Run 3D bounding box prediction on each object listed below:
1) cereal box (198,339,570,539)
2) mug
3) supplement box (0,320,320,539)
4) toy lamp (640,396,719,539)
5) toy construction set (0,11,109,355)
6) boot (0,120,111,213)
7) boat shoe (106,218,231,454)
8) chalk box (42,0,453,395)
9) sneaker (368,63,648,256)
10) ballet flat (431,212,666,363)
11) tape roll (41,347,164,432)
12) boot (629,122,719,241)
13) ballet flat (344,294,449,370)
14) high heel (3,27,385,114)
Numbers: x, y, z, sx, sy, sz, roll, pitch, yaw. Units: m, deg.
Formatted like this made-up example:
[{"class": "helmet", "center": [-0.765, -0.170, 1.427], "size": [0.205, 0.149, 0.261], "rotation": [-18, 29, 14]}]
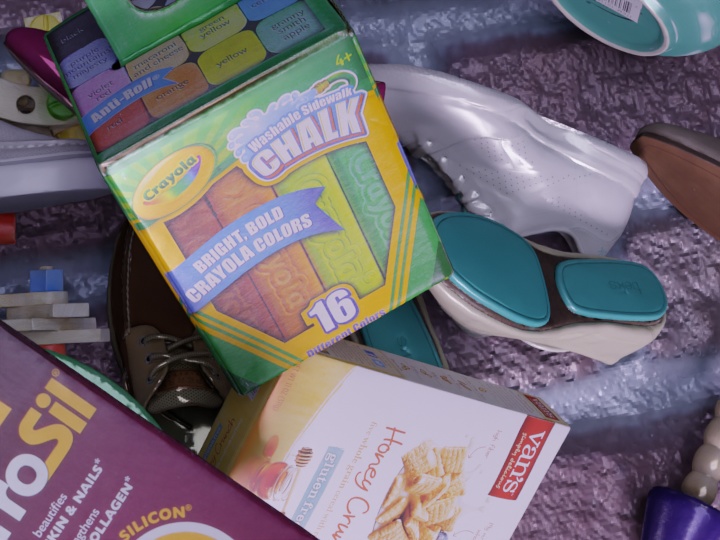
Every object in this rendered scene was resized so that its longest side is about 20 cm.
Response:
[{"class": "cereal box", "center": [0.005, 0.117, 0.791], "size": [0.199, 0.040, 0.145], "rotation": [18, 106, -34]}, {"class": "mug", "center": [0.165, -0.203, 0.887], "size": [0.152, 0.185, 0.115], "rotation": [38, 78, -32]}, {"class": "supplement box", "center": [-0.113, 0.123, 0.633], "size": [0.199, 0.086, 0.111], "rotation": [36, 72, -10]}, {"class": "toy lamp", "center": [0.226, 0.098, 0.903], "size": [0.058, 0.058, 0.201], "rotation": [29, 79, -9]}, {"class": "toy construction set", "center": [-0.195, -0.041, 0.805], "size": [0.130, 0.092, 0.202], "rotation": [-2, 73, -14]}, {"class": "boot", "center": [-0.218, -0.076, 0.728], "size": [0.198, 0.074, 0.096], "rotation": [-2, 89, 11]}, {"class": "boat shoe", "center": [-0.097, 0.065, 0.819], "size": [0.075, 0.074, 0.202], "rotation": [-8, 86, -14]}, {"class": "chalk box", "center": [-0.058, -0.069, 0.674], "size": [0.124, 0.124, 0.201], "rotation": [-29, 133, -2]}, {"class": "sneaker", "center": [0.073, -0.060, 0.881], "size": [0.199, 0.075, 0.089], "rotation": [21, 91, -12]}, {"class": "ballet flat", "center": [0.093, 0.018, 0.844], "size": [0.199, 0.069, 0.070], "rotation": [15, 80, -35]}, {"class": "tape roll", "center": [-0.175, 0.135, 0.681], "size": [0.199, 0.048, 0.202], "rotation": [3, 80, -19]}, {"class": "boot", "center": [0.284, -0.077, 0.937], "size": [0.199, 0.070, 0.147], "rotation": [36, 71, -9]}, {"class": "ballet flat", "center": [0.000, 0.000, 0.856], "size": [0.069, 0.069, 0.202], "rotation": [-11, 81, -14]}, {"class": "high heel", "center": [-0.084, -0.102, 0.776], "size": [0.199, 0.067, 0.097], "rotation": [27, 99, -30]}]
